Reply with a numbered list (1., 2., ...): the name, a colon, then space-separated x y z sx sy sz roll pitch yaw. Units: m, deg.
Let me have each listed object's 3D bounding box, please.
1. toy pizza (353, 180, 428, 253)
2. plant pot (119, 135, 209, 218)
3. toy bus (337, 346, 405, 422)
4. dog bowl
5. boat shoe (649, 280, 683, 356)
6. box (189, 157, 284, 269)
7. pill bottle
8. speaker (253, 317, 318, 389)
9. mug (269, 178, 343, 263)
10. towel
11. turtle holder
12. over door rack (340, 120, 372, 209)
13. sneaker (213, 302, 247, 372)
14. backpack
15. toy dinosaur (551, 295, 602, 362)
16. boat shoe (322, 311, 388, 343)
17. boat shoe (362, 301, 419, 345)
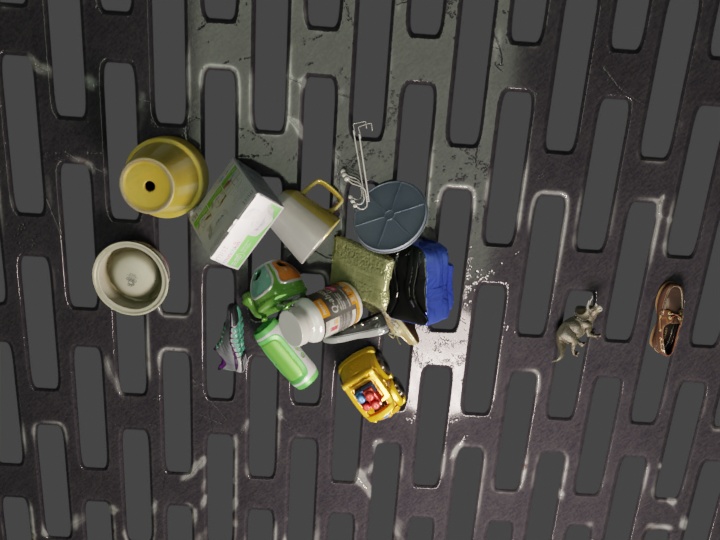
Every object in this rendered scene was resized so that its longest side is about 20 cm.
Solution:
1. toy pizza: 0.077 -0.133 1.488 0.198 0.032 0.202 -8 65 19
2. plant pot: -0.485 -0.217 1.428 0.198 0.189 0.203 0 107 -1
3. toy bus: 0.037 0.336 1.592 0.135 0.192 0.201 -32 105 7
4. dog bowl: -0.592 0.012 1.552 0.198 0.074 0.203 0 107 -1
5. boat shoe: 0.843 0.133 1.605 0.069 0.070 0.202 1 105 0
6. box: -0.308 -0.140 1.448 0.201 0.177 0.096 -51 138 12
7. pill bottle: -0.099 0.111 1.482 0.199 0.116 0.118 -23 112 -41
8. speaker: -0.202 0.227 1.612 0.088 0.089 0.201 -35 104 9
9. mug: -0.147 -0.132 1.502 0.153 0.187 0.149 41 135 -3
10. towel: 0.000 0.000 1.523 0.199 0.036 0.150 23 117 34
11. turtle holder: -0.224 0.052 1.548 0.140 0.185 0.133 -22 80 -28
12. over door rack: -0.013 -0.261 1.443 0.066 0.148 0.202 0 107 -6
13. sneaker: -0.364 0.186 1.606 0.086 0.075 0.202 -1 107 5
14. backpack: 0.152 0.018 1.514 0.161 0.167 0.203 6 106 44
15. toy dinosaur: 0.587 0.166 1.620 0.102 0.077 0.200 46 106 0
16. boat shoe: -0.017 0.152 1.585 0.198 0.069 0.057 -12 97 26
17. boat shoe: 0.081 0.130 1.599 0.063 0.073 0.200 -40 92 17
